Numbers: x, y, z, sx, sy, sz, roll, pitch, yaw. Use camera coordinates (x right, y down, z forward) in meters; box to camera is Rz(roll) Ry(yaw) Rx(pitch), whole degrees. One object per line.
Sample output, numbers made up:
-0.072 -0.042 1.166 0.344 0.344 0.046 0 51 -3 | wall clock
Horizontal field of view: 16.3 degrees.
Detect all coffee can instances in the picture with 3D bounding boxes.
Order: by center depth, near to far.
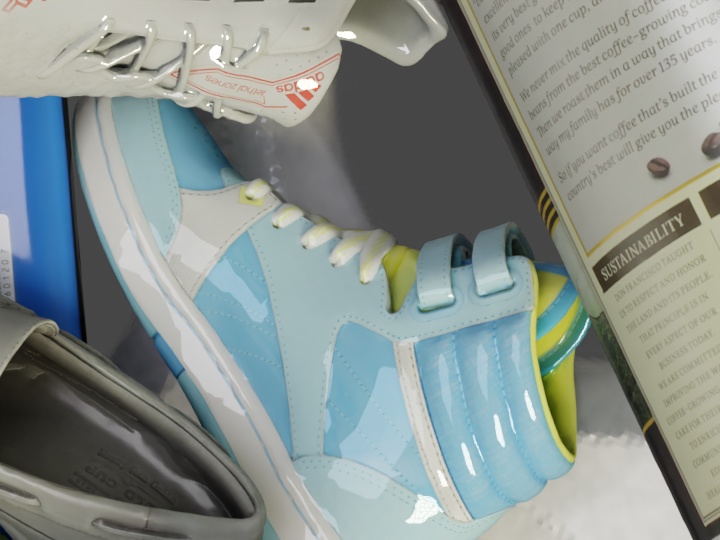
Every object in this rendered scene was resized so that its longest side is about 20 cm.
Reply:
0.122 -0.032 0.715 0.146 0.146 0.200 -28 76 17 | coffee can

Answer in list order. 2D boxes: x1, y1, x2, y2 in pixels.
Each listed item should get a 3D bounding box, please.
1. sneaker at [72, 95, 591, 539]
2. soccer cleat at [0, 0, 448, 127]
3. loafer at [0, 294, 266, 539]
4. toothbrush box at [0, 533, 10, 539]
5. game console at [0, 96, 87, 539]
0.000 0.000 0.800 0.130 0.080 0.200 -32 78 12 | sneaker
-0.053 -0.077 0.771 0.069 0.200 0.085 -39 79 46 | soccer cleat
-0.114 0.032 0.749 0.200 0.070 0.070 33 138 -3 | loafer
-0.183 0.124 0.758 0.200 0.086 0.146 36 98 8 | toothbrush box
-0.171 0.003 0.852 0.170 0.118 0.201 -3 97 4 | game console
